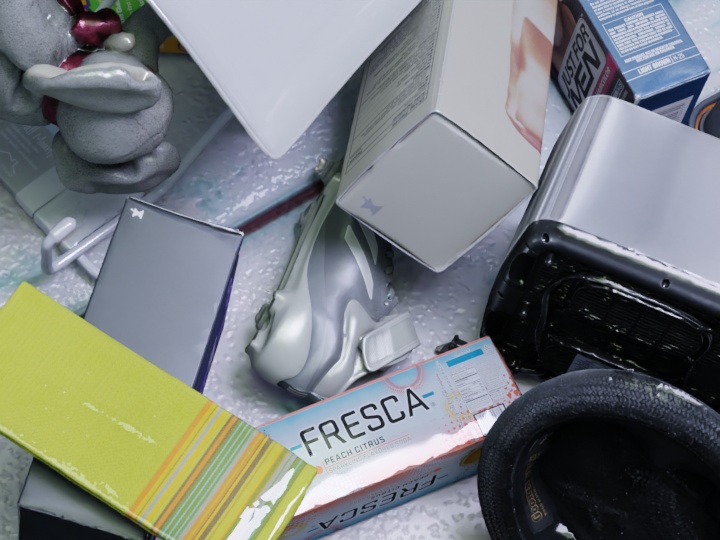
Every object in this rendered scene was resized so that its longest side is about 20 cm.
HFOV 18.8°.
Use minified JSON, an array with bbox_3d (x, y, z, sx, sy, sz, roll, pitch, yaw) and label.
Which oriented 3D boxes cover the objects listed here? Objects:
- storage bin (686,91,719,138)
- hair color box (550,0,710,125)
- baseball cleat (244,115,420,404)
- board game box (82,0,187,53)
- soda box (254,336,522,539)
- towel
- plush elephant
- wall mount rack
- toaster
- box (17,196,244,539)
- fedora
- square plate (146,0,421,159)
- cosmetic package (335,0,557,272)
[{"bbox_3d":[0.324,-0.127,1.442,0.200,0.134,0.146,-25,70,-19],"label":"storage bin"},{"bbox_3d":[0.153,-0.179,1.464,0.060,0.100,0.200,-21,68,-16],"label":"hair color box"},{"bbox_3d":[0.000,0.000,1.388,0.106,0.070,0.200,30,66,-10],"label":"baseball cleat"},{"bbox_3d":[-0.147,-0.194,1.475,0.200,0.030,0.096,3,63,-9],"label":"board game box"},{"bbox_3d":[0.001,0.111,1.322,0.200,0.068,0.064,-20,68,-16],"label":"soda box"},{"bbox_3d":[-0.126,0.090,1.192,0.200,0.018,0.086,32,59,6],"label":"towel"},{"bbox_3d":[-0.169,-0.128,1.293,0.155,0.165,0.200,19,72,-1],"label":"plush elephant"},{"bbox_3d":[-0.172,-0.094,1.397,0.174,0.075,0.200,-38,75,-23],"label":"wall mount rack"},{"bbox_3d":[0.171,0.005,1.336,0.200,0.181,0.119,22,61,3],"label":"toaster"},{"bbox_3d":[-0.136,0.081,1.280,0.079,0.141,0.200,16,64,1],"label":"box"},{"bbox_3d":[0.171,0.129,1.299,0.200,0.201,0.092,24,34,5],"label":"fedora"},{"bbox_3d":[-0.066,-0.194,1.304,0.198,0.028,0.200,51,51,-16],"label":"square plate"},{"bbox_3d":[0.058,-0.110,1.371,0.087,0.103,0.200,35,39,-19],"label":"cosmetic package"}]
